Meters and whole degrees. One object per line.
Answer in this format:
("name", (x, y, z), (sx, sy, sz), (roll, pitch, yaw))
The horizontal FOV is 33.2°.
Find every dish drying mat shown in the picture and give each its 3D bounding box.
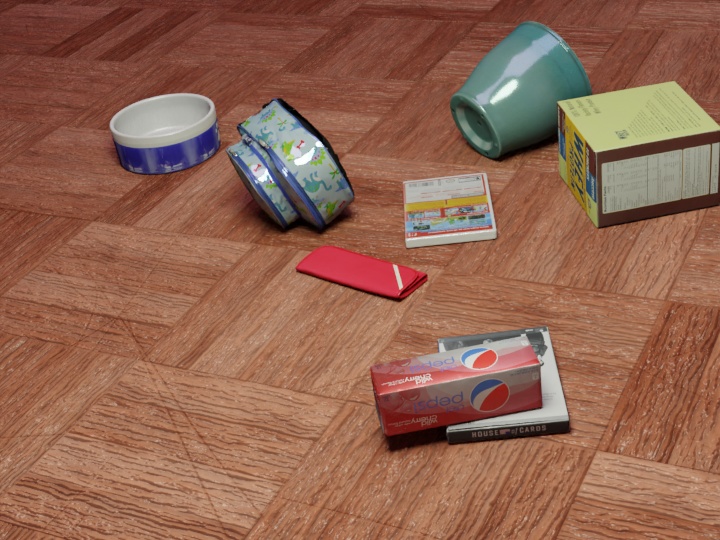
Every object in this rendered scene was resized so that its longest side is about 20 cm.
("dish drying mat", (0.000, 0.000, 1.826), (0.200, 0.018, 0.077), (17, 40, 35))

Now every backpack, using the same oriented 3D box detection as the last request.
("backpack", (-0.111, -0.157, 1.968), (0.147, 0.183, 0.200), (-40, 41, -7))

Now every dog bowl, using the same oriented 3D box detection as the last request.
("dog bowl", (-0.368, -0.261, 2.293), (0.200, 0.079, 0.200), (-6, 30, 4))

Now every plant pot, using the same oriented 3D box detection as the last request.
("plant pot", (0.267, -0.298, 2.105), (0.188, 0.200, 0.200), (-37, 39, -15))

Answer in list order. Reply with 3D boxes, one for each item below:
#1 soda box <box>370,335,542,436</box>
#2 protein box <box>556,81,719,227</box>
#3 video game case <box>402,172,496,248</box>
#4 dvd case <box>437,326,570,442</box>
("soda box", (0.116, 0.140, 1.466), (0.200, 0.070, 0.063), (-11, 32, -4))
("protein box", (0.436, -0.186, 1.913), (0.200, 0.135, 0.199), (-10, 31, -4))
("video game case", (0.141, -0.100, 1.957), (0.143, 0.017, 0.200), (-6, 31, 4))
("dvd case", (0.178, 0.142, 1.540), (0.150, 0.025, 0.200), (-6, 32, 4))
